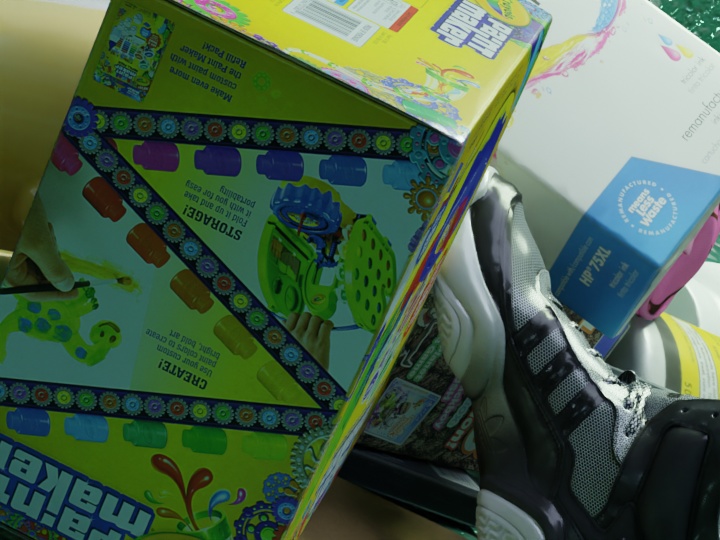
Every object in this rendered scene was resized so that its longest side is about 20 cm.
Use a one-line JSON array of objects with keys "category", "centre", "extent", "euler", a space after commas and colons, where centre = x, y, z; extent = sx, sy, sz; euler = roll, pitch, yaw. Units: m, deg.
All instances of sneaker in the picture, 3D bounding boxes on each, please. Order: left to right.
[{"category": "sneaker", "centre": [0.096, 0.048, 1.005], "extent": [0.075, 0.113, 0.201], "euler": [47, 32, -71]}]

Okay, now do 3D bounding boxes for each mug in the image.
[{"category": "mug", "centre": [-0.164, -0.072, 1.036], "extent": [0.153, 0.150, 0.187], "euler": [14, 1, -19]}]

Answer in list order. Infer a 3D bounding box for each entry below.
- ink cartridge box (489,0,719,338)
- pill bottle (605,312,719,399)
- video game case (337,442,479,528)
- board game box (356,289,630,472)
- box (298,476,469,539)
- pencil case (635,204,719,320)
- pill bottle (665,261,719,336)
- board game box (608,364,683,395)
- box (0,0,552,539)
[{"category": "ink cartridge box", "centre": [0.070, -0.080, 1.120], "extent": [0.200, 0.067, 0.116], "euler": [37, 59, 7]}, {"category": "pill bottle", "centre": [0.169, 0.088, 1.291], "extent": [0.200, 0.115, 0.114], "euler": [22, 18, -36]}, {"category": "video game case", "centre": [-0.037, 0.040, 1.185], "extent": [0.143, 0.019, 0.200], "euler": [24, 15, -45]}, {"category": "board game box", "centre": [0.000, 0.000, 1.162], "extent": [0.159, 0.097, 0.200], "euler": [43, 13, 32]}, {"category": "box", "centre": [-0.016, 0.117, 0.969], "extent": [0.200, 0.021, 0.164], "euler": [28, 17, -26]}, {"category": "pencil case", "centre": [0.082, -0.065, 1.205], "extent": [0.200, 0.091, 0.094], "euler": [37, -20, 9]}, {"category": "pill bottle", "centre": [0.221, 0.058, 1.505], "extent": [0.200, 0.113, 0.113], "euler": [18, 20, -47]}, {"category": "board game box", "centre": [0.185, 0.112, 1.091], "extent": [0.200, 0.064, 0.147], "euler": [23, -6, 35]}, {"category": "box", "centre": [-0.037, -0.012, 0.899], "extent": [0.122, 0.193, 0.200], "euler": [26, 21, 4]}]
